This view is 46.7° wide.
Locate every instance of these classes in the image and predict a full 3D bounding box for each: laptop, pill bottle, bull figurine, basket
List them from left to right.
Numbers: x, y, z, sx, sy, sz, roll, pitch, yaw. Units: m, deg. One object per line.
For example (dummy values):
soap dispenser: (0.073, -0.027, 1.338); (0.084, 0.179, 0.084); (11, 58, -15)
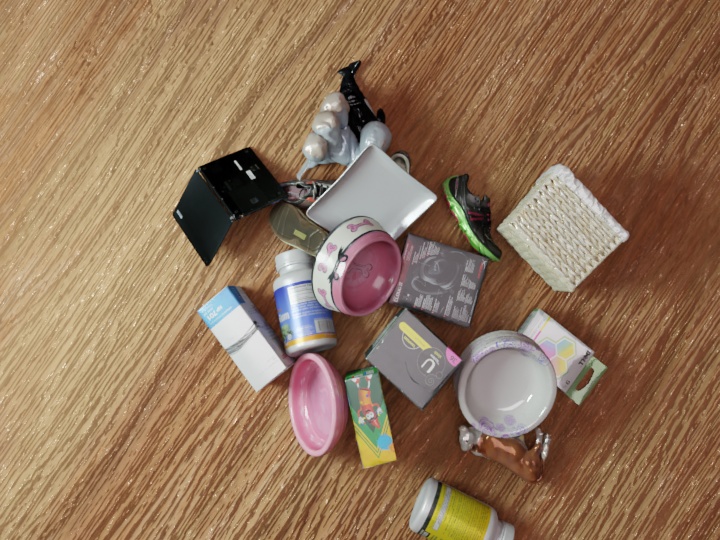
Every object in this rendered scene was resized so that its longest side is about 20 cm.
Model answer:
laptop: (-0.272, -0.136, 1.724); (0.197, 0.105, 0.178); (-26, 55, -22)
pill bottle: (-0.118, 0.064, 1.702); (0.109, 0.112, 0.205); (-13, 77, 0)
pill bottle: (0.206, 0.513, 1.687); (0.197, 0.112, 0.114); (25, 88, 2)
bull figurine: (0.299, 0.353, 1.715); (0.198, 0.065, 0.123); (31, 87, 2)
basket: (0.395, -0.081, 1.666); (0.161, 0.198, 0.200); (-44, 88, 1)

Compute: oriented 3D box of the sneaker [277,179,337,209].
sneaker: (-0.086, -0.154, 1.730); (0.195, 0.082, 0.079); (-1, 88, 1)

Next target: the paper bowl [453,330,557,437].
paper bowl: (0.282, 0.218, 1.649); (0.195, 0.105, 0.206); (-1, 104, -4)

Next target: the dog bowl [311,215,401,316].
dog bowl: (0.000, 0.000, 1.638); (0.073, 0.199, 0.203); (30, 87, 40)

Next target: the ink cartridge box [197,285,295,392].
ink cartridge box: (-0.227, 0.134, 1.688); (0.085, 0.146, 0.202); (-36, 88, 1)

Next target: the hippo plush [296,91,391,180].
hippo plush: (-0.025, -0.238, 1.661); (0.158, 0.160, 0.203); (24, 116, 0)

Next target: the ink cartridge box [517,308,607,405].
ink cartridge box: (0.412, 0.181, 1.723); (0.199, 0.059, 0.105); (39, 89, 2)

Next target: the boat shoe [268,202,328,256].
boat shoe: (-0.112, -0.072, 1.690); (0.199, 0.076, 0.073); (40, 100, 42)

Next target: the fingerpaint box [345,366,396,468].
fingerpaint box: (0.018, 0.285, 1.654); (0.072, 0.200, 0.171); (-12, 88, 0)

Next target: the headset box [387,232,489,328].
headset box: (0.150, 0.019, 1.724); (0.195, 0.077, 0.152); (16, 88, 2)

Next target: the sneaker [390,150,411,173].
sneaker: (0.049, -0.157, 1.724); (0.066, 0.090, 0.204); (25, 89, 1)

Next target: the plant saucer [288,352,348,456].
plant saucer: (-0.082, 0.267, 1.675); (0.050, 0.199, 0.206); (-1, 87, -31)

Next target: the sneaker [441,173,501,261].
sneaker: (0.243, -0.111, 1.728); (0.083, 0.077, 0.203); (-30, 89, 3)

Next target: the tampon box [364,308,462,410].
tampon box: (0.102, 0.170, 1.657); (0.149, 0.200, 0.127); (41, 89, 1)

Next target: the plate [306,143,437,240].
plate: (0.021, -0.137, 1.663); (0.198, 0.033, 0.200); (33, 114, -32)

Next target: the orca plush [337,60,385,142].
orca plush: (0.001, -0.339, 1.741); (0.102, 0.071, 0.205); (-3, 88, 0)
